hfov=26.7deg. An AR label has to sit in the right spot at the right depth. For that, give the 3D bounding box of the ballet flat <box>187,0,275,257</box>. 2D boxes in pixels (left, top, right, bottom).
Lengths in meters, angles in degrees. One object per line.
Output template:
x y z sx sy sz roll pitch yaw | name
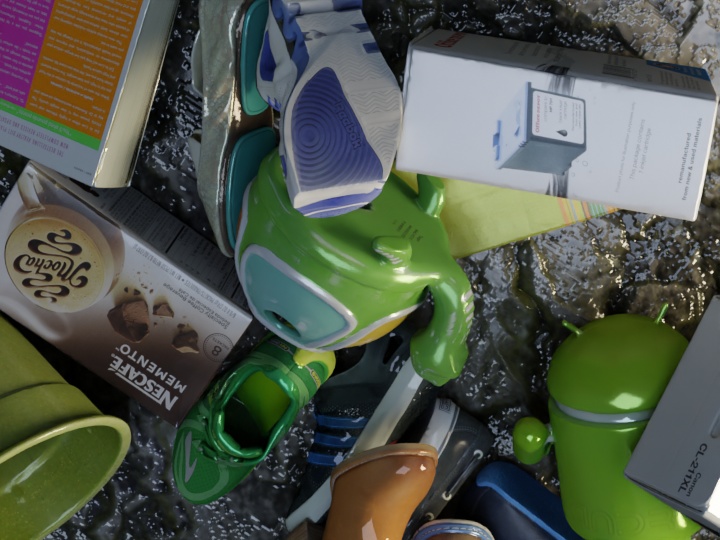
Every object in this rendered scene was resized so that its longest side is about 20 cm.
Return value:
-0.095 -0.112 1.106 0.062 0.067 0.203 17 110 30 | ballet flat

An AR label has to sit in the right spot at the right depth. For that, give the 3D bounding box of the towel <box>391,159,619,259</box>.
0.115 -0.067 1.117 0.197 0.018 0.087 -17 102 12 | towel

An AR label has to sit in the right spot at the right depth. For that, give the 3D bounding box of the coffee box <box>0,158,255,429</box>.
-0.181 0.009 1.137 0.199 0.080 0.113 35 109 -6 | coffee box

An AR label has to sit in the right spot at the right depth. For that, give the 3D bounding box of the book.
-0.198 -0.175 1.055 0.132 0.048 0.203 22 101 21 | book

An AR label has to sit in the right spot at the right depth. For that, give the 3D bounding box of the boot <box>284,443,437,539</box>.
0.008 0.229 1.092 0.073 0.156 0.201 11 137 -25 | boot

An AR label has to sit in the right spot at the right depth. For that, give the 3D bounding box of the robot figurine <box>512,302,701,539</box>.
0.200 0.123 1.123 0.173 0.116 0.203 -10 109 2 | robot figurine

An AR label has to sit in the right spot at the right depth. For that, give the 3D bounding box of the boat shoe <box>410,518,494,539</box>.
0.069 0.270 1.174 0.071 0.073 0.202 3 136 2 | boat shoe

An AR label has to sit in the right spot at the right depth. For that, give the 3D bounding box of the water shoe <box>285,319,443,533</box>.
-0.007 0.118 1.179 0.079 0.071 0.201 44 113 19 | water shoe

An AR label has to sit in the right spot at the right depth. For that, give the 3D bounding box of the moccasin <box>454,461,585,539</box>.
0.161 0.231 1.196 0.200 0.080 0.068 42 116 2 | moccasin

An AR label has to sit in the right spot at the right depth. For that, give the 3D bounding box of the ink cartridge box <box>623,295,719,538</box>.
0.297 0.128 1.066 0.199 0.082 0.147 33 83 -35 | ink cartridge box

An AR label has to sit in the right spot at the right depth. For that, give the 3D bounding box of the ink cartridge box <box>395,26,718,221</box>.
0.132 -0.103 1.019 0.197 0.147 0.087 9 105 8 | ink cartridge box

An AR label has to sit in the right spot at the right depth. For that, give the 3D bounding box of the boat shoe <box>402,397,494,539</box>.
0.038 0.195 1.192 0.056 0.069 0.202 26 108 -5 | boat shoe

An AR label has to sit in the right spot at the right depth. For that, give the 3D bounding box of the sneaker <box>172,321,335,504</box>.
-0.097 0.115 1.154 0.074 0.084 0.200 40 126 2 | sneaker

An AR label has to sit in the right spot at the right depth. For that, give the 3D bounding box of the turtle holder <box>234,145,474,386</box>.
-0.004 -0.008 1.085 0.183 0.142 0.132 20 125 -19 | turtle holder

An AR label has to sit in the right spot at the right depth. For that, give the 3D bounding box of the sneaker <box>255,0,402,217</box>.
-0.025 -0.122 1.020 0.079 0.115 0.202 -4 68 -9 | sneaker

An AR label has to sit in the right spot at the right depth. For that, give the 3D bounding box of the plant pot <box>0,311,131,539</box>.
-0.304 0.101 1.121 0.200 0.199 0.191 -45 71 18 | plant pot
